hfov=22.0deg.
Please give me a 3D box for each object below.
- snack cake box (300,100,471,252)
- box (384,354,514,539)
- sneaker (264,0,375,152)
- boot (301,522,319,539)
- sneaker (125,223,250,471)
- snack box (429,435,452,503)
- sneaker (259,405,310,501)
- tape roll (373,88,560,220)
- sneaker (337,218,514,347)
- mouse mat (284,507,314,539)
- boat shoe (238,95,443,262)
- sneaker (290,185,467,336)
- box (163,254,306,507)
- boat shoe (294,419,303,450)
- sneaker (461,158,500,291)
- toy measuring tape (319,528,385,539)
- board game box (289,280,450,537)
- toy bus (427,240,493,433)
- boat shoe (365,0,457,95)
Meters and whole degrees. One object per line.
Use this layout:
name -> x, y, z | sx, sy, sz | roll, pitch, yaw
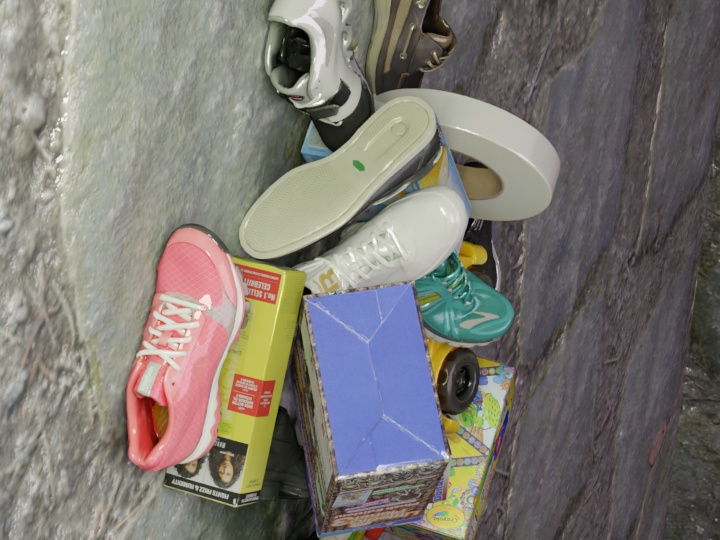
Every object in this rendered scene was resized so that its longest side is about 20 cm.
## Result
snack cake box -> 0.028, -0.085, 1.746 | 0.200, 0.114, 0.068 | 60, 44, -62
box -> 0.087, 0.198, 2.043 | 0.200, 0.121, 0.194 | 71, 36, -76
sneaker -> -0.044, -0.163, 1.573 | 0.089, 0.074, 0.201 | -54, 145, -34
boot -> -0.049, 0.342, 1.876 | 0.200, 0.069, 0.175 | -44, 152, -56
sneaker -> -0.140, 0.066, 1.438 | 0.087, 0.073, 0.202 | -27, 128, -64
snack box -> 0.049, 0.108, 1.685 | 0.072, 0.024, 0.201 | 93, -14, -50
sneaker -> -0.080, 0.162, 1.678 | 0.200, 0.075, 0.092 | 21, 73, -75
tape roll -> 0.091, -0.109, 1.780 | 0.203, 0.201, 0.037 | 61, 44, -63
sneaker -> 0.071, 0.011, 1.758 | 0.199, 0.079, 0.078 | 29, 60, -27
mouse mat -> -0.077, 0.260, 1.719 | 0.161, 0.008, 0.200 | -51, 175, 31
boat shoe -> -0.013, -0.067, 1.598 | 0.199, 0.072, 0.068 | -36, 155, -6
sneaker -> 0.000, 0.000, 1.650 | 0.074, 0.200, 0.115 | 56, 32, -1
box -> -0.105, 0.091, 1.554 | 0.050, 0.075, 0.201 | 6, 98, -70
boat shoe -> -0.019, 0.179, 1.863 | 0.200, 0.068, 0.057 | 6, 98, -73
sneaker -> 0.113, -0.020, 2.106 | 0.099, 0.070, 0.202 | -33, 127, -61
toy measuring tape -> -0.019, 0.254, 1.801 | 0.200, 0.073, 0.074 | -50, 147, -47
board game box -> 0.003, 0.122, 1.586 | 0.200, 0.096, 0.161 | 105, -24, -69
toy bus -> 0.025, 0.055, 1.843 | 0.192, 0.135, 0.202 | 12, 89, -55
boat shoe -> 0.051, -0.220, 1.784 | 0.075, 0.073, 0.201 | -49, 146, -53
